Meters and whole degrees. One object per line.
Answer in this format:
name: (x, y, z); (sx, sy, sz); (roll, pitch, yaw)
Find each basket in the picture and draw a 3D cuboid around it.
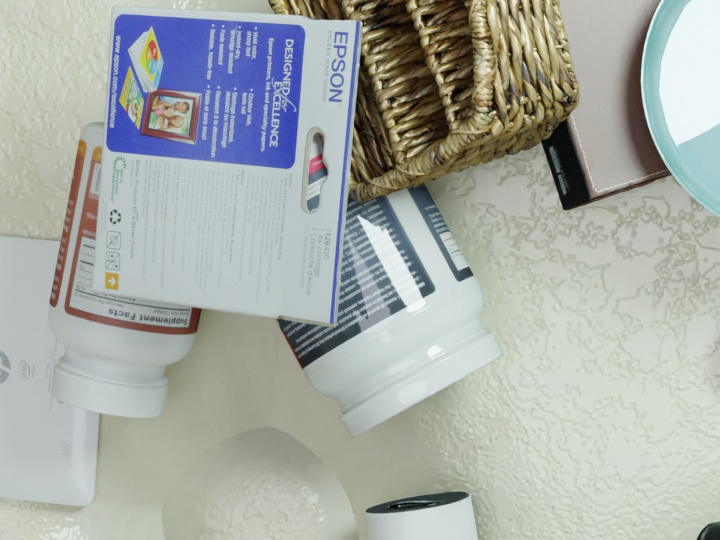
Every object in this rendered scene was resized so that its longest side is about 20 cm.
basket: (0.037, -0.165, 1.331); (0.148, 0.143, 0.202); (-16, 82, -17)

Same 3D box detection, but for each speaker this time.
speaker: (0.056, 0.262, 1.466); (0.080, 0.081, 0.202); (-9, 91, 14)

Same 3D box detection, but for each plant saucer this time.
plant saucer: (0.277, -0.121, 1.349); (0.198, 0.027, 0.202); (1, 86, -9)

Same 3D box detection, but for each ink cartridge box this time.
ink cartridge box: (-0.084, -0.071, 1.362); (0.198, 0.047, 0.200); (7, 94, 27)

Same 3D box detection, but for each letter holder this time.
letter holder: (0.182, -0.160, 1.401); (0.141, 0.101, 0.202); (-18, 89, -6)

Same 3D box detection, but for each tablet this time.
tablet: (-0.259, 0.075, 1.567); (0.129, 0.014, 0.202); (5, 94, 14)

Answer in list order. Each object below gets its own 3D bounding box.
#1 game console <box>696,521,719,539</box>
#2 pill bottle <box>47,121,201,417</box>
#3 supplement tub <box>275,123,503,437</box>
game console: (0.317, 0.266, 1.385); (0.174, 0.116, 0.202); (1, 94, 14)
pill bottle: (-0.166, 0.000, 1.490); (0.111, 0.112, 0.202); (13, 97, 13)
supplement tub: (0.000, 0.000, 1.434); (0.140, 0.140, 0.201); (-29, 86, 14)
